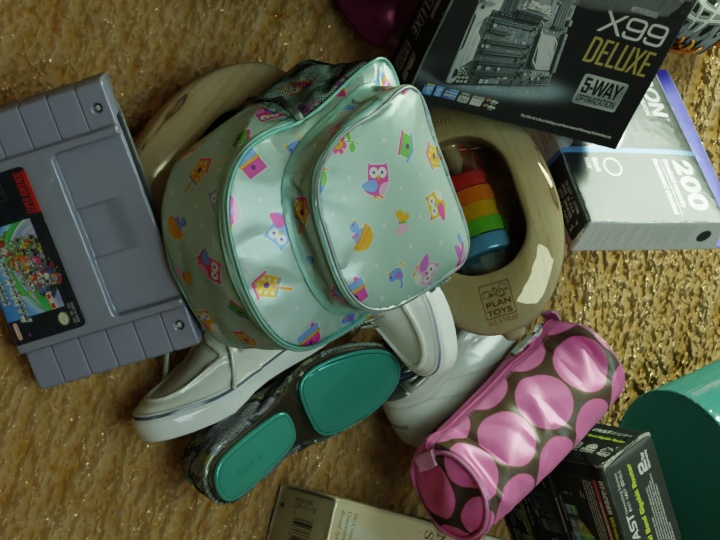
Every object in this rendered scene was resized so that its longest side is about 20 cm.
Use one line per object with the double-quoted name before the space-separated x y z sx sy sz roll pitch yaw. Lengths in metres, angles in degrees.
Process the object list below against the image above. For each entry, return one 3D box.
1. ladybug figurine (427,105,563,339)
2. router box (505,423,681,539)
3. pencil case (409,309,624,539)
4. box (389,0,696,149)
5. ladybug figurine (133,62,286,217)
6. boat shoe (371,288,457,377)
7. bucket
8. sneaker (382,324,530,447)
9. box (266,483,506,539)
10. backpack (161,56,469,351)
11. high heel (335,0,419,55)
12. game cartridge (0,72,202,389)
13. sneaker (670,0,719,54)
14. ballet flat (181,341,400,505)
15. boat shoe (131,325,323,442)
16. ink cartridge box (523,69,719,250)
"ladybug figurine" 0.092 -0.039 1.566 0.135 0.072 0.202 -16 78 6
"router box" 0.198 0.224 1.665 0.062 0.149 0.201 -31 113 -31
"pencil case" 0.122 0.122 1.577 0.200 0.090 0.094 -43 110 -36
"box" 0.142 -0.188 1.501 0.198 0.050 0.158 11 122 -28
"ladybug figurine" -0.112 -0.070 1.446 0.200 0.072 0.136 -49 120 -23
"boat shoe" 0.000 0.000 1.515 0.065 0.074 0.201 -28 83 -41
"bucket" 0.331 0.175 1.740 0.134 0.207 0.209 -15 103 -31
"sneaker" 0.085 0.065 1.625 0.200 0.074 0.088 -37 132 -26
"box" 0.023 0.238 1.577 0.199 0.077 0.096 17 83 -37
"backpack" -0.032 -0.038 1.371 0.199 0.153 0.177 -32 115 -29
"high heel" 0.061 -0.248 1.582 0.096 0.067 0.201 39 66 -7
"game cartridge" -0.201 -0.023 1.363 0.129 0.038 0.201 -18 109 4
"sneaker" 0.279 -0.225 1.732 0.199 0.078 0.078 -11 106 -37
"ballet flat" -0.059 0.107 1.507 0.200 0.072 0.073 -32 113 -32
"boat shoe" -0.099 0.048 1.468 0.201 0.074 0.087 -32 113 -34
"ink cartridge box" 0.226 -0.108 1.647 0.199 0.043 0.199 0 56 -33
